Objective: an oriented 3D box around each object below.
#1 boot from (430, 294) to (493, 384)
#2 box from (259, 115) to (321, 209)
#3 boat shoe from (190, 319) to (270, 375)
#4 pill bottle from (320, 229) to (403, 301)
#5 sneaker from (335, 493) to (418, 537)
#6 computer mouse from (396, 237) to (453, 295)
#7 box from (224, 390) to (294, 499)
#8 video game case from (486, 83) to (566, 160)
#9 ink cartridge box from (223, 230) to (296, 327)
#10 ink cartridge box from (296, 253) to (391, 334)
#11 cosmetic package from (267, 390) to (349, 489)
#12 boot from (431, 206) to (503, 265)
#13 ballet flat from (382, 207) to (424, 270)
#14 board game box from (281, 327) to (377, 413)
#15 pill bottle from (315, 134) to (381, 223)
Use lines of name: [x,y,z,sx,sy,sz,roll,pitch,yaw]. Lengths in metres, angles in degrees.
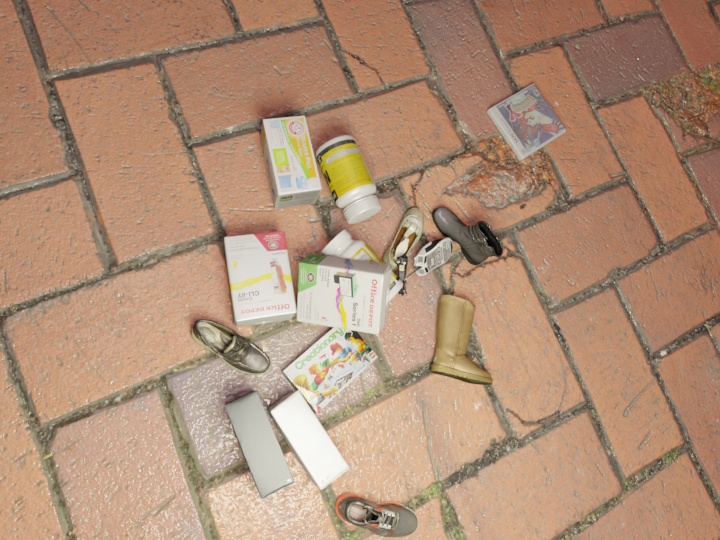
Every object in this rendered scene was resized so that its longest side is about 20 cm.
boot: [0.272,0.179,1.316,0.174,0.066,0.202,17,71,-11]
box: [-0.177,-0.270,1.284,0.112,0.101,0.202,-11,80,-17]
boat shoe: [-0.293,0.175,1.161,0.199,0.065,0.074,29,69,-8]
pill bottle: [0.000,0.000,1.260,0.200,0.112,0.112,47,70,0]
sneaker: [0.043,0.559,1.149,0.198,0.082,0.078,16,73,-11]
computer mouse: [0.164,-0.025,1.337,0.199,0.044,0.110,-31,128,-29]
box: [-0.218,0.364,1.095,0.078,0.141,0.201,-22,82,-19]
video game case: [0.506,-0.453,1.559,0.199,0.023,0.183,-32,87,-20]
ink cartridge box: [-0.236,0.020,1.205,0.144,0.083,0.202,-7,79,-16]
ink cartridge box: [-0.038,0.052,1.179,0.198,0.084,0.146,8,107,12]
cosmetic package: [-0.121,0.370,1.137,0.081,0.113,0.201,-31,88,-19]
boot: [0.287,-0.109,1.355,0.200,0.132,0.070,45,70,-1]
ballet flat: [0.123,-0.085,1.342,0.067,0.062,0.201,29,71,-7]
board game box: [-0.071,0.224,1.226,0.200,0.035,0.126,-40,89,-20]
pill bottle: [-0.028,-0.230,1.308,0.114,0.114,0.201,-21,82,-19]
